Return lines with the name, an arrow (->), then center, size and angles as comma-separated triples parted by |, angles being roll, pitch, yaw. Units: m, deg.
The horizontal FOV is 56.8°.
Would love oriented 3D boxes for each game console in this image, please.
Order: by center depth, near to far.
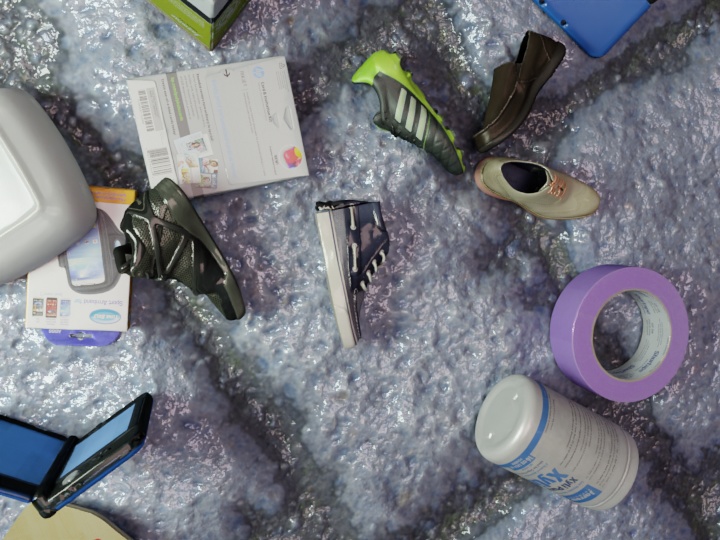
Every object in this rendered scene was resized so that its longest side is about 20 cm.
game console -> -0.340, 0.176, 0.745 | 0.170, 0.200, 0.119 | -36, 102, -10
game console -> 0.338, -0.451, 0.978 | 0.200, 0.118, 0.171 | 38, 53, -14

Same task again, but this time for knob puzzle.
knob puzzle -> -0.369, 0.379, 0.841 | 0.218, 0.030, 0.221 | 0, 94, 0

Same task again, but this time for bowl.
bowl -> -0.425, -0.091, 0.750 | 0.199, 0.075, 0.200 | -30, 93, -1

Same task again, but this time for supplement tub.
supplement tub -> 0.278, 0.245, 0.953 | 0.199, 0.132, 0.133 | 28, 87, -14

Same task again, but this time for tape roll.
tape roll -> 0.390, 0.093, 1.006 | 0.199, 0.066, 0.202 | -1, 93, -15

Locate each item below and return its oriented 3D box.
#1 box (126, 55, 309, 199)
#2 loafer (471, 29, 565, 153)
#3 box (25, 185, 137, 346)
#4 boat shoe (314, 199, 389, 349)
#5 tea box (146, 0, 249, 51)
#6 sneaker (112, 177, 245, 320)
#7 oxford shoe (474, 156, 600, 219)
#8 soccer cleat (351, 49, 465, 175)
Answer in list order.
box -> -0.179, -0.178, 0.851 | 0.199, 0.041, 0.157 | -13, 98, -12
loafer -> 0.208, -0.253, 0.937 | 0.071, 0.073, 0.201 | 36, 77, -9
box -> -0.343, -0.005, 0.822 | 0.118, 0.041, 0.202 | 3, 91, -15
boat shoe -> 0.000, 0.000, 0.891 | 0.092, 0.075, 0.201 | -11, 96, -6
tea box -> -0.164, -0.391, 0.759 | 0.133, 0.197, 0.200 | 37, 85, -13
sneaker -> -0.225, -0.002, 0.818 | 0.114, 0.076, 0.200 | -37, 121, -14
oxford shoe -> 0.265, -0.114, 0.953 | 0.199, 0.074, 0.071 | 10, 91, -15
soccer cleat -> 0.067, -0.203, 0.908 | 0.081, 0.068, 0.200 | -36, 101, 9
